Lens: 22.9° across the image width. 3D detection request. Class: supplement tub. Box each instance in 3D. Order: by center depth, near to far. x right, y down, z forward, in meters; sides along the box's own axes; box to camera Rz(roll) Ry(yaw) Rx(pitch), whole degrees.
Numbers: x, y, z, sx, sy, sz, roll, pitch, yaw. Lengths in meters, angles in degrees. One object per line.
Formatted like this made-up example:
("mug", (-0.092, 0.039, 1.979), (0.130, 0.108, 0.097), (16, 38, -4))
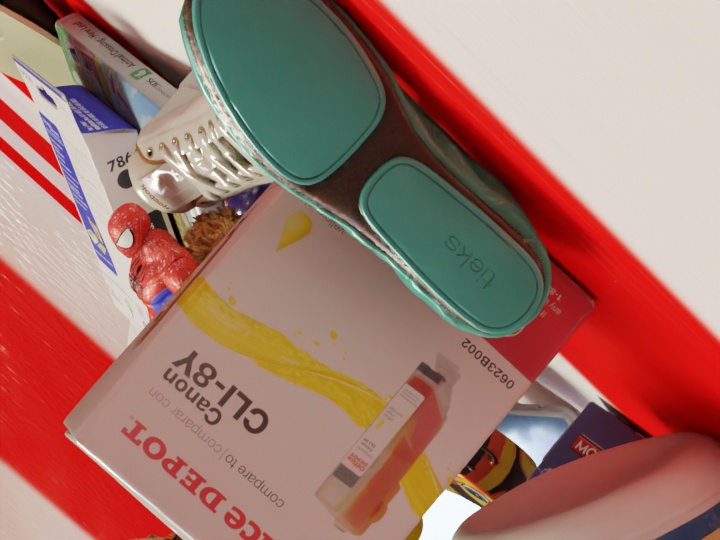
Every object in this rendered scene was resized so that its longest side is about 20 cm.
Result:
("supplement tub", (0.139, 0.193, 0.842), (0.145, 0.144, 0.201), (164, 84, -80))

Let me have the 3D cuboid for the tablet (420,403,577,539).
("tablet", (0.086, 0.178, 1.107), (0.129, 0.014, 0.201), (0, 106, 30))

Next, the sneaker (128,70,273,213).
("sneaker", (-0.072, -0.059, 0.936), (0.073, 0.085, 0.200), (45, 170, -16))

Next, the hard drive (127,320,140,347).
("hard drive", (-0.097, 0.046, 1.279), (0.027, 0.133, 0.199), (8, 179, -43))

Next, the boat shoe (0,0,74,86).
("boat shoe", (-0.242, -0.179, 1.187), (0.073, 0.063, 0.201), (-13, 147, 41))

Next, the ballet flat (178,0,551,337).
("ballet flat", (-0.001, -0.051, 0.731), (0.200, 0.067, 0.070), (45, -175, -14))

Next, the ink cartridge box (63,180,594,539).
("ink cartridge box", (-0.016, 0.045, 0.806), (0.145, 0.200, 0.083), (42, 172, -8))

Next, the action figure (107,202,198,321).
("action figure", (-0.094, 0.044, 0.985), (0.065, 0.052, 0.201), (43, 157, 53))

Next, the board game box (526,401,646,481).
("board game box", (0.205, 0.184, 1.007), (0.200, 0.062, 0.200), (37, 172, 28))

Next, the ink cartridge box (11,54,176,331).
("ink cartridge box", (-0.158, -0.047, 1.143), (0.099, 0.039, 0.201), (38, 152, 52))

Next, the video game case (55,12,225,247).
("video game case", (-0.128, -0.051, 1.150), (0.182, 0.022, 0.201), (39, 151, 51))

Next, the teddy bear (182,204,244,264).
("teddy bear", (-0.043, 0.026, 0.970), (0.200, 0.067, 0.146), (15, 132, 58))

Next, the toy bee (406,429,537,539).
("toy bee", (0.053, 0.113, 1.022), (0.109, 0.131, 0.200), (40, -173, -20))

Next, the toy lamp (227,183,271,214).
("toy lamp", (0.000, 0.000, 1.003), (0.200, 0.058, 0.058), (32, 168, 43))

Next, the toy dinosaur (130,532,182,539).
("toy dinosaur", (-0.105, 0.231, 1.205), (0.199, 0.102, 0.136), (20, -153, -46))
